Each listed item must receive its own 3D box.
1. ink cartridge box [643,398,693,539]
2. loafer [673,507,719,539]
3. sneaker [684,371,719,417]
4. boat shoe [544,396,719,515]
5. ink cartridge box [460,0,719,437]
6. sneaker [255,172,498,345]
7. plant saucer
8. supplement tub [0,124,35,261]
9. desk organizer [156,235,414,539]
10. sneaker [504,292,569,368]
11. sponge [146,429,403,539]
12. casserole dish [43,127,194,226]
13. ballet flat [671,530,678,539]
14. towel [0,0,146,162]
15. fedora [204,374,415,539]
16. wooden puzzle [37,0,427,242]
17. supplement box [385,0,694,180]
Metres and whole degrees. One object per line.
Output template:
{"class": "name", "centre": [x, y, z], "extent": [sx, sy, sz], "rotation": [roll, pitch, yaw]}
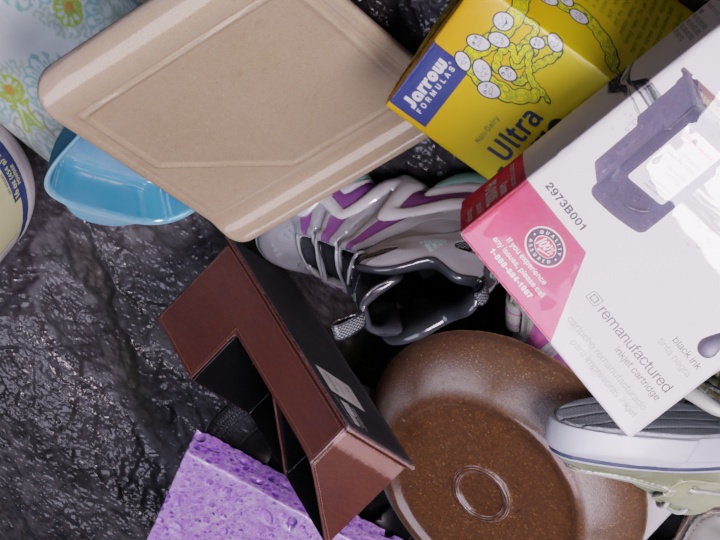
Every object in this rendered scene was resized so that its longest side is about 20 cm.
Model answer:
{"class": "ink cartridge box", "centre": [0.170, 0.128, 1.318], "extent": [0.068, 0.115, 0.200], "rotation": [32, 133, -1]}
{"class": "loafer", "centre": [0.225, 0.242, 1.318], "extent": [0.072, 0.063, 0.201], "rotation": [16, 119, 19]}
{"class": "sneaker", "centre": [0.223, 0.057, 1.197], "extent": [0.073, 0.200, 0.071], "rotation": [-35, 62, 29]}
{"class": "boat shoe", "centre": [0.200, 0.116, 1.195], "extent": [0.199, 0.072, 0.062], "rotation": [6, 105, -21]}
{"class": "ink cartridge box", "centre": [0.173, -0.036, 1.054], "extent": [0.200, 0.084, 0.145], "rotation": [-39, 98, 12]}
{"class": "sneaker", "centre": [0.000, 0.000, 1.277], "extent": [0.199, 0.140, 0.078], "rotation": [-6, 124, 31]}
{"class": "plant saucer", "centre": [0.084, 0.134, 1.274], "extent": [0.200, 0.037, 0.201], "rotation": [19, 127, 26]}
{"class": "supplement tub", "centre": [-0.327, -0.020, 1.375], "extent": [0.145, 0.200, 0.145], "rotation": [13, 130, 15]}
{"class": "desk organizer", "centre": [-0.053, 0.076, 1.300], "extent": [0.077, 0.200, 0.072], "rotation": [-45, 135, 10]}
{"class": "sneaker", "centre": [0.131, 0.030, 1.291], "extent": [0.088, 0.081, 0.200], "rotation": [32, 124, 0]}
{"class": "sponge", "centre": [-0.048, 0.200, 1.404], "extent": [0.200, 0.030, 0.112], "rotation": [28, 129, 0]}
{"class": "casserole dish", "centre": [-0.123, -0.096, 1.298], "extent": [0.121, 0.039, 0.200], "rotation": [15, 141, -37]}
{"class": "ballet flat", "centre": [0.263, 0.174, 1.352], "extent": [0.200, 0.070, 0.065], "rotation": [-31, 67, 32]}
{"class": "towel", "centre": [-0.206, -0.169, 1.305], "extent": [0.171, 0.048, 0.200], "rotation": [43, 132, -10]}
{"class": "fedora", "centre": [-0.013, 0.131, 1.422], "extent": [0.200, 0.092, 0.201], "rotation": [10, 127, 14]}
{"class": "wooden puzzle", "centre": [-0.068, -0.110, 1.229], "extent": [0.185, 0.037, 0.200], "rotation": [-29, 139, 21]}
{"class": "supplement box", "centre": [0.135, -0.099, 1.159], "extent": [0.200, 0.110, 0.109], "rotation": [35, 132, -4]}
